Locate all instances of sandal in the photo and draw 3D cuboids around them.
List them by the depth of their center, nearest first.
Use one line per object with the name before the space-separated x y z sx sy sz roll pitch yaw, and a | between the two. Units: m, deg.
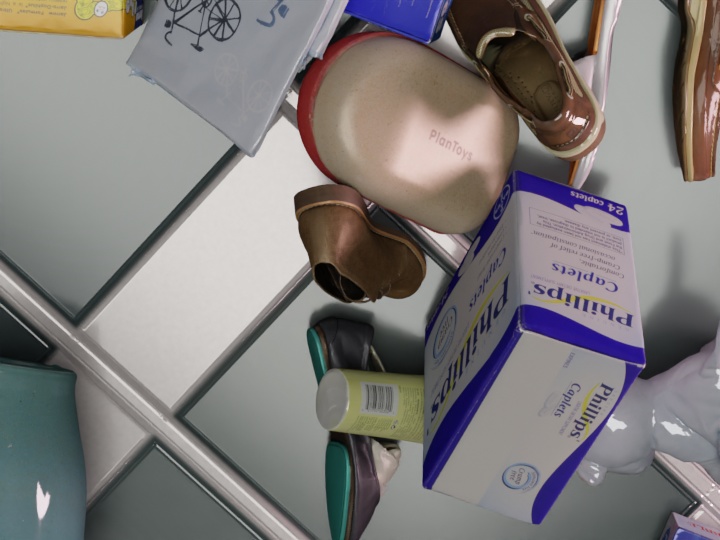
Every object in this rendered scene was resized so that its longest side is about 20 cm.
sandal | 0.172 -0.168 1.592 0.059 0.079 0.208 8 94 1

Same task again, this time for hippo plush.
hippo plush | 0.253 0.137 1.605 0.160 0.200 0.160 -16 80 13

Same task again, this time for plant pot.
plant pot | -0.315 0.164 1.627 0.199 0.200 0.189 9 87 0

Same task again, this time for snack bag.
snack bag | -0.090 -0.208 1.558 0.188 0.021 0.201 37 105 39

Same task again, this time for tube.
tube | 0.057 0.117 1.638 0.199 0.052 0.058 8 145 -32

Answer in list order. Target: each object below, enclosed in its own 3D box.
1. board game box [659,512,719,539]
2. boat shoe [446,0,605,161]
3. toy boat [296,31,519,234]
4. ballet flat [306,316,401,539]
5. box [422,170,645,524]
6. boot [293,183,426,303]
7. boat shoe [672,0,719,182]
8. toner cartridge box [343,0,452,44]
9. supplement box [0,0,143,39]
board game box | 0.325 0.338 1.712 0.199 0.041 0.201 20 102 -3
boat shoe | 0.119 -0.177 1.538 0.075 0.075 0.203 -45 58 13
toy boat | 0.024 -0.115 1.584 0.199 0.130 0.131 24 85 -42
ballet flat | 0.000 0.137 1.666 0.073 0.073 0.201 -6 96 3
box | 0.130 0.059 1.544 0.104 0.201 0.184 18 127 -12
boot | 0.000 0.000 1.575 0.073 0.200 0.076 -13 69 19
boat shoe | 0.288 -0.170 1.586 0.067 0.072 0.201 3 100 3
toner cartridge box | 0.046 -0.286 1.514 0.095 0.043 0.201 22 108 8
supplement box | -0.227 -0.291 1.556 0.109 0.109 0.201 4 103 1
